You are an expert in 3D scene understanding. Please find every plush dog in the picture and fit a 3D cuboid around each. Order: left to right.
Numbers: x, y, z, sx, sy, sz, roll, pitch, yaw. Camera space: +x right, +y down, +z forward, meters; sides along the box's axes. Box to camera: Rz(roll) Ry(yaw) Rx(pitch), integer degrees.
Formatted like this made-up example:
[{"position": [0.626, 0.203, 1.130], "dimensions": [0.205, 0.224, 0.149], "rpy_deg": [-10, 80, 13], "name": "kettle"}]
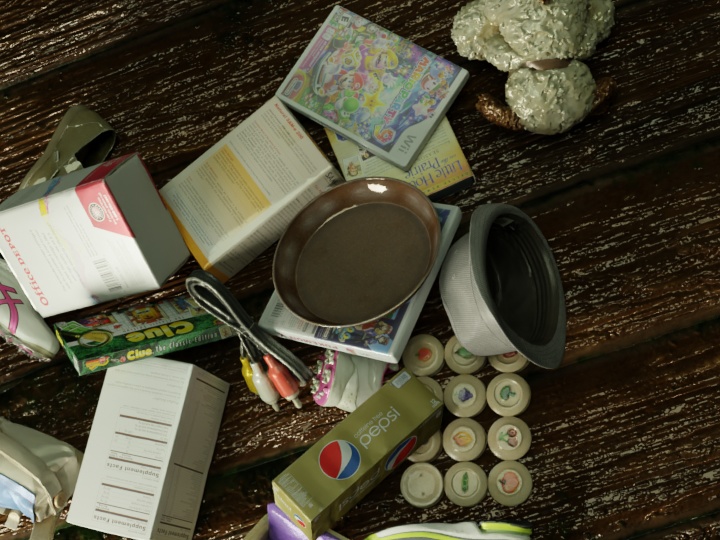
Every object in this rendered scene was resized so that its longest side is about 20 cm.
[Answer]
[{"position": [0.216, -0.244, 1.444], "dimensions": [0.199, 0.160, 0.173], "rpy_deg": [-10, 94, -3], "name": "plush dog"}]

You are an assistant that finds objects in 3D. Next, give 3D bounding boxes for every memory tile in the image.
[{"position": [0.119, 0.167, 1.415], "dimensions": [0.152, 0.017, 0.201], "rpy_deg": [-3, 73, 13], "name": "memory tile"}]

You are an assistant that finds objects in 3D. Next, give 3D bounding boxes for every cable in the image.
[{"position": [-0.125, 0.084, 1.404], "dimensions": [0.097, 0.200, 0.050], "rpy_deg": [3, 50, 44], "name": "cable"}]

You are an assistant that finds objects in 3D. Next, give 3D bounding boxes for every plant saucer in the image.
[{"position": [-0.001, -0.015, 1.396], "dimensions": [0.199, 0.035, 0.201], "rpy_deg": [-12, 52, 16], "name": "plant saucer"}]

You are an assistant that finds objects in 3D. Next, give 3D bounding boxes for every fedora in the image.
[{"position": [0.149, 0.025, 1.387], "dimensions": [0.090, 0.176, 0.201], "rpy_deg": [-25, 53, 35], "name": "fedora"}]

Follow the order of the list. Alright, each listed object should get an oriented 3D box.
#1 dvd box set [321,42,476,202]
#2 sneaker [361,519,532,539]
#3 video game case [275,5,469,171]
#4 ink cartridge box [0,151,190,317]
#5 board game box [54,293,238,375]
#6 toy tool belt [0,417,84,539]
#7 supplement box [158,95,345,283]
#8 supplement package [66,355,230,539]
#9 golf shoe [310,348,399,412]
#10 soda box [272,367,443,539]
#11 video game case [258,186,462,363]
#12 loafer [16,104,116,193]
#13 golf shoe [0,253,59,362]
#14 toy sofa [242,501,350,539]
[{"position": [0.037, -0.164, 1.526], "dimensions": [0.146, 0.029, 0.201], "rpy_deg": [-25, 69, 5], "name": "dvd box set"}, {"position": [0.088, 0.313, 1.350], "dimensions": [0.199, 0.074, 0.081], "rpy_deg": [-5, 76, 14], "name": "sneaker"}, {"position": [0.013, -0.226, 1.526], "dimensions": [0.199, 0.018, 0.144], "rpy_deg": [31, 81, 21], "name": "video game case"}, {"position": [-0.324, -0.041, 1.484], "dimensions": [0.199, 0.086, 0.148], "rpy_deg": [-11, 115, 32], "name": "ink cartridge box"}, {"position": [-0.244, 0.068, 1.450], "dimensions": [0.199, 0.024, 0.105], "rpy_deg": [-14, 30, -24], "name": "board game box"}, {"position": [-0.425, 0.242, 1.471], "dimensions": [0.199, 0.125, 0.123], "rpy_deg": [16, 70, 19], "name": "toy tool belt"}, {"position": [-0.135, -0.098, 1.526], "dimensions": [0.200, 0.074, 0.126], "rpy_deg": [-38, 69, 2], "name": "supplement box"}, {"position": [-0.241, 0.207, 1.438], "dimensions": [0.109, 0.114, 0.201], "rpy_deg": [8, 75, 20], "name": "supplement package"}, {"position": [0.007, 0.073, 1.451], "dimensions": [0.091, 0.075, 0.201], "rpy_deg": [21, 69, -14], "name": "golf shoe"}, {"position": [-0.001, 0.199, 1.356], "dimensions": [0.200, 0.068, 0.064], "rpy_deg": [-38, 65, -21], "name": "soda box"}, {"position": [0.000, 0.000, 1.421], "dimensions": [0.181, 0.023, 0.201], "rpy_deg": [11, 62, 30], "name": "video game case"}, {"position": [-0.375, -0.118, 1.591], "dimensions": [0.067, 0.076, 0.201], "rpy_deg": [16, 78, 24], "name": "loafer"}, {"position": [-0.436, 0.030, 1.563], "dimensions": [0.092, 0.073, 0.200], "rpy_deg": [-46, 69, -4], "name": "golf shoe"}, {"position": [-0.042, 0.340, 1.344], "dimensions": [0.199, 0.098, 0.083], "rpy_deg": [26, 40, 19], "name": "toy sofa"}]
